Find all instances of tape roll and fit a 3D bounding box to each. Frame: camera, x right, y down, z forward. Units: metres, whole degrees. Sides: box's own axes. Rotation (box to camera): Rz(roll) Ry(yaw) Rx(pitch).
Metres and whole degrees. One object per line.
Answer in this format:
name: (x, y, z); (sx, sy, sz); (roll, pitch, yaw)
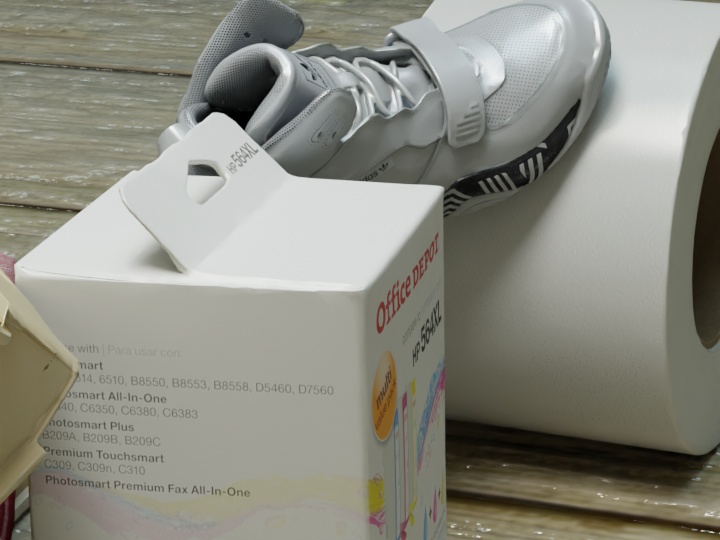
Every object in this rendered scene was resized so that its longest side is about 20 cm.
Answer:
tape roll: (0.101, -0.025, 1.112); (0.139, 0.204, 0.203); (7, 20, 22)

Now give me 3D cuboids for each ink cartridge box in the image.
ink cartridge box: (-0.041, 0.054, 0.880); (0.125, 0.201, 0.129); (3, 19, 13)

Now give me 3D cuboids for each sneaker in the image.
sneaker: (0.010, -0.068, 0.977); (0.199, 0.115, 0.075); (-32, 57, -5)

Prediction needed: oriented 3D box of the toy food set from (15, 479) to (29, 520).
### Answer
toy food set: (-0.218, 0.078, 1.037); (0.143, 0.061, 0.200); (5, 19, 15)

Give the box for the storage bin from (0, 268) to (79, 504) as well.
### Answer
storage bin: (-0.216, 0.044, 0.811); (0.199, 0.094, 0.200); (-46, 37, -2)

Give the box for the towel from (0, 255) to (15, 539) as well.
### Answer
towel: (-0.196, 0.074, 0.920); (0.143, 0.023, 0.200); (-18, 34, 5)
